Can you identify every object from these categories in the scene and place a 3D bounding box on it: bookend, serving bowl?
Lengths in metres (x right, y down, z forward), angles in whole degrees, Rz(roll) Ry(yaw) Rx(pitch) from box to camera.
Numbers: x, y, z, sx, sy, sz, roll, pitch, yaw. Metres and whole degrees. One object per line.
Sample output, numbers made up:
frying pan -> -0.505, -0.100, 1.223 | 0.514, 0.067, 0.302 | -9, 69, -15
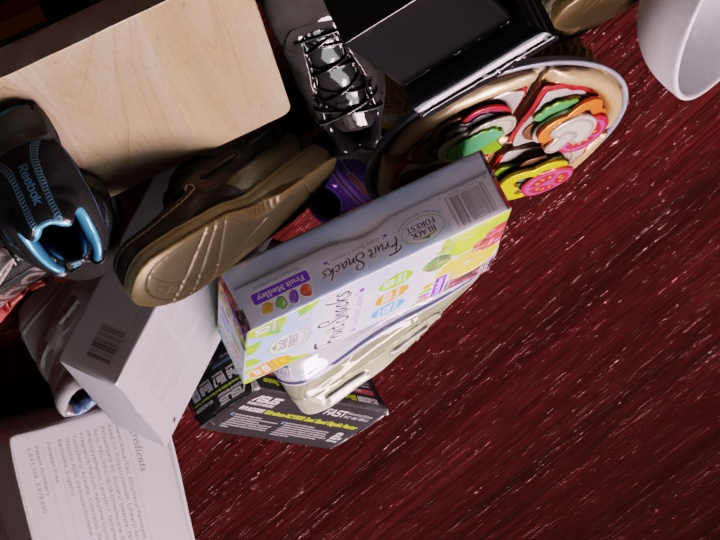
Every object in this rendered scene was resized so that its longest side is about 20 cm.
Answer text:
bookend -> -0.004, -0.211, 1.304 | 0.092, 0.199, 0.200 | -30, 157, 15
serving bowl -> 0.248, -0.219, 1.689 | 0.200, 0.066, 0.200 | -49, 160, -24

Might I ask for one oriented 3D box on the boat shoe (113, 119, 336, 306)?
boat shoe -> -0.098, -0.041, 1.592 | 0.201, 0.066, 0.072 | -34, 157, -43

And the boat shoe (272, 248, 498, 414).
boat shoe -> 0.019, 0.030, 1.801 | 0.200, 0.072, 0.062 | -32, 129, -14

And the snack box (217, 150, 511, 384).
snack box -> 0.000, 0.000, 1.689 | 0.199, 0.053, 0.142 | -25, 165, -11

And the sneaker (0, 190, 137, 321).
sneaker -> -0.249, -0.009, 1.654 | 0.200, 0.071, 0.098 | -29, 158, 1

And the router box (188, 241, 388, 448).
router box -> -0.076, 0.051, 1.871 | 0.062, 0.150, 0.200 | -34, 157, 21

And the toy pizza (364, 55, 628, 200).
toy pizza -> 0.099, -0.085, 1.737 | 0.199, 0.032, 0.200 | -17, 156, -8

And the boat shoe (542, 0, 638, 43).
boat shoe -> 0.148, -0.201, 1.675 | 0.073, 0.065, 0.200 | -30, 176, 5

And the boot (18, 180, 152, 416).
boot -> -0.175, 0.025, 1.775 | 0.073, 0.096, 0.200 | -6, 151, -40

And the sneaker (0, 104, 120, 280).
sneaker -> -0.187, -0.024, 1.487 | 0.073, 0.082, 0.200 | -28, 159, 1

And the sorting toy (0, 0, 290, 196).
sorting toy -> -0.158, -0.125, 1.499 | 0.198, 0.070, 0.200 | -25, 158, -3

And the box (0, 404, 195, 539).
box -> -0.225, 0.208, 1.911 | 0.130, 0.201, 0.199 | -15, -177, -26

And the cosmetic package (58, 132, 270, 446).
cosmetic package -> -0.127, 0.007, 1.703 | 0.201, 0.051, 0.151 | -63, 161, -15

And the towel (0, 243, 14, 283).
towel -> -0.310, 0.011, 1.565 | 0.200, 0.132, 0.035 | -51, -177, 44

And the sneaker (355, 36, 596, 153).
sneaker -> 0.076, -0.127, 1.763 | 0.199, 0.075, 0.090 | -7, 158, -25

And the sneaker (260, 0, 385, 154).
sneaker -> -0.015, -0.141, 1.584 | 0.076, 0.091, 0.200 | -16, 158, 9

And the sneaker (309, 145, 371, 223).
sneaker -> 0.004, -0.048, 1.872 | 0.083, 0.081, 0.200 | -13, 148, 4
